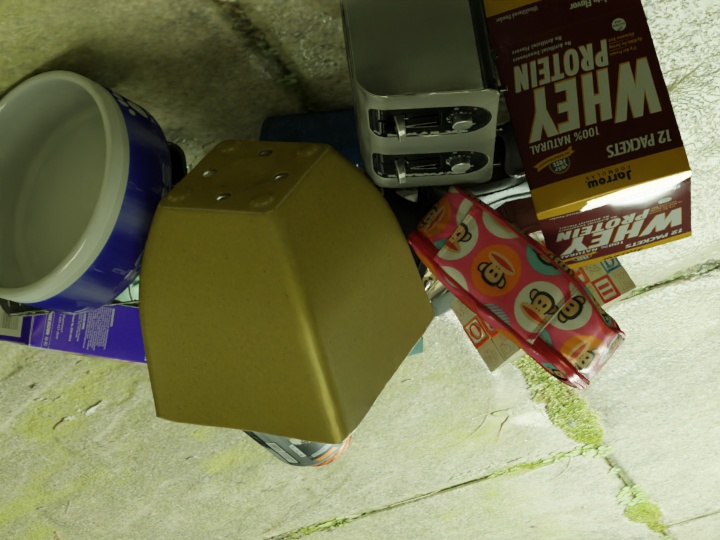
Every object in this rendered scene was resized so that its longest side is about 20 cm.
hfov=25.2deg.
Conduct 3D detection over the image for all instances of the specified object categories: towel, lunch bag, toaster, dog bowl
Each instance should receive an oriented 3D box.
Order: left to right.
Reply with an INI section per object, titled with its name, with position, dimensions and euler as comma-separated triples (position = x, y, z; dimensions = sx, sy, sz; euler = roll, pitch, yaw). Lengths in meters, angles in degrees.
[dog bowl]
position = -0.259, -0.066, 1.397
dimensions = 0.199, 0.202, 0.079
euler = -28, 151, 29
[towel]
position = 0.000, -0.115, 1.566
dimensions = 0.198, 0.049, 0.112
euler = -6, 151, -10
[toaster]
position = 0.047, -0.185, 1.321
dimensions = 0.117, 0.202, 0.181
euler = -8, 160, -1
[lunch bag]
position = 0.142, 0.016, 1.426
dimensions = 0.082, 0.200, 0.176
euler = -49, 164, 4

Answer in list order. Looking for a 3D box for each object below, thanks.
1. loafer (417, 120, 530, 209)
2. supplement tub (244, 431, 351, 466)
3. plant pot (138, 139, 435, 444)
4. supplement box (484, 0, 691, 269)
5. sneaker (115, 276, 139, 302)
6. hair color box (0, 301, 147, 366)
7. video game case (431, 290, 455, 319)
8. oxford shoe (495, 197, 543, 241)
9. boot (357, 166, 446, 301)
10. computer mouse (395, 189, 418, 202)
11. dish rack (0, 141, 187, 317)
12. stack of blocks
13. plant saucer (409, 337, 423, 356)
[loafer]
position = 0.143, -0.108, 1.564
dimensions = 0.199, 0.073, 0.072
euler = -35, 155, -9
[supplement tub]
position = -0.085, 0.166, 1.979
dimensions = 0.122, 0.124, 0.200
euler = -18, 152, 13
[plant pot]
position = -0.077, 0.001, 1.377
dimensions = 0.194, 0.194, 0.201
euler = 4, 125, 29
[supplement box]
position = 0.201, -0.130, 1.416
dimensions = 0.132, 0.202, 0.197
euler = -15, 163, 8
[sneaker]
position = -0.193, 0.007, 1.631
dimensions = 0.074, 0.118, 0.201
euler = -32, 166, -36
[hair color box]
position = -0.286, 0.063, 1.730
dimensions = 0.199, 0.065, 0.109
euler = 10, 176, -37
[video game case]
position = 0.042, 0.061, 1.838
dimensions = 0.181, 0.022, 0.200
euler = -25, 180, 24
[oxford shoe]
position = 0.167, -0.058, 1.668
dimensions = 0.199, 0.071, 0.075
euler = -15, 173, -33
[boot]
position = 0.000, 0.000, 1.533
dimensions = 0.150, 0.073, 0.200
euler = 29, 118, -31
[computer mouse]
position = 0.046, -0.035, 1.732
dimensions = 0.109, 0.044, 0.200
euler = -28, 150, -8
[dish rack]
position = -0.257, -0.033, 1.521
dimensions = 0.198, 0.155, 0.055
euler = -6, 176, -6
[stack of blocks]
position = 0.189, 0.015, 1.728
dimensions = 0.199, 0.116, 0.059
euler = -24, 167, -39
[plant saucer]
position = -0.018, 0.022, 1.673
dimensions = 0.019, 0.200, 0.070
euler = -57, 160, 19
